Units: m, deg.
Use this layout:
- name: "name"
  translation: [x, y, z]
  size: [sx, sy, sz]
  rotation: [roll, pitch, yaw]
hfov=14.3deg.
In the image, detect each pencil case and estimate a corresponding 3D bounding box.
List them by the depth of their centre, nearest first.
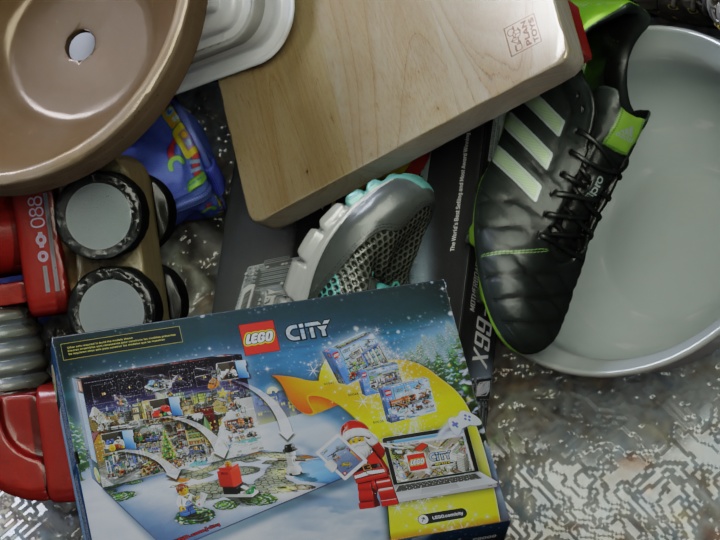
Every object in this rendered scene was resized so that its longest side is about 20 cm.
- name: "pencil case"
  translation: [-0.167, -0.019, 1.589]
  size: [0.200, 0.078, 0.087]
  rotation: [-33, 47, -8]

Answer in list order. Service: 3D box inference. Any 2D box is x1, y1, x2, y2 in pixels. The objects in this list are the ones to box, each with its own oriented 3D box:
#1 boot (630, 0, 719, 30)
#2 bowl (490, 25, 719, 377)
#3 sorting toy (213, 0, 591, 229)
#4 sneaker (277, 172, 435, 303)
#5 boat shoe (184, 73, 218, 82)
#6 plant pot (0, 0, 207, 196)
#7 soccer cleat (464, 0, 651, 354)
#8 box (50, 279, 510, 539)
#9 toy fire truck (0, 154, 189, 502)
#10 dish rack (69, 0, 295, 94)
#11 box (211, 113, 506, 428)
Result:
- name: "boot"
  translation: [0.200, -0.156, 1.572]
  size: [0.200, 0.174, 0.069]
  rotation: [11, 102, 3]
- name: "bowl"
  translation: [0.160, -0.026, 1.564]
  size: [0.201, 0.090, 0.201]
  rotation: [-11, 67, 28]
- name: "sorting toy"
  translation: [0.020, -0.141, 1.529]
  size: [0.199, 0.070, 0.200]
  rotation: [-27, 60, 24]
- name: "sneaker"
  translation: [-0.005, 0.047, 1.484]
  size: [0.091, 0.078, 0.200]
  rotation: [33, 98, 27]
- name: "boat shoe"
  translation: [-0.142, -0.157, 1.636]
  size: [0.199, 0.066, 0.075]
  rotation: [25, 102, 34]
- name: "plant pot"
  translation: [-0.160, -0.129, 1.477]
  size: [0.201, 0.093, 0.201]
  rotation: [-5, 75, 20]
- name: "soccer cleat"
  translation: [0.107, -0.054, 1.508]
  size: [0.081, 0.068, 0.200]
  rotation: [-8, 64, 42]
- name: "box"
  translation: [-0.041, 0.085, 1.391]
  size: [0.200, 0.038, 0.137]
  rotation: [-8, 60, -11]
- name: "toy fire truck"
  translation: [-0.197, 0.037, 1.500]
  size: [0.200, 0.129, 0.176]
  rotation: [-7, 92, 8]
- name: "dish rack"
  translation: [-0.132, -0.176, 1.558]
  size: [0.200, 0.044, 0.172]
  rotation: [-16, 78, 36]
- name: "box"
  translation: [0.000, 0.000, 1.564]
  size: [0.158, 0.050, 0.200]
  rotation: [-1, 72, 29]
